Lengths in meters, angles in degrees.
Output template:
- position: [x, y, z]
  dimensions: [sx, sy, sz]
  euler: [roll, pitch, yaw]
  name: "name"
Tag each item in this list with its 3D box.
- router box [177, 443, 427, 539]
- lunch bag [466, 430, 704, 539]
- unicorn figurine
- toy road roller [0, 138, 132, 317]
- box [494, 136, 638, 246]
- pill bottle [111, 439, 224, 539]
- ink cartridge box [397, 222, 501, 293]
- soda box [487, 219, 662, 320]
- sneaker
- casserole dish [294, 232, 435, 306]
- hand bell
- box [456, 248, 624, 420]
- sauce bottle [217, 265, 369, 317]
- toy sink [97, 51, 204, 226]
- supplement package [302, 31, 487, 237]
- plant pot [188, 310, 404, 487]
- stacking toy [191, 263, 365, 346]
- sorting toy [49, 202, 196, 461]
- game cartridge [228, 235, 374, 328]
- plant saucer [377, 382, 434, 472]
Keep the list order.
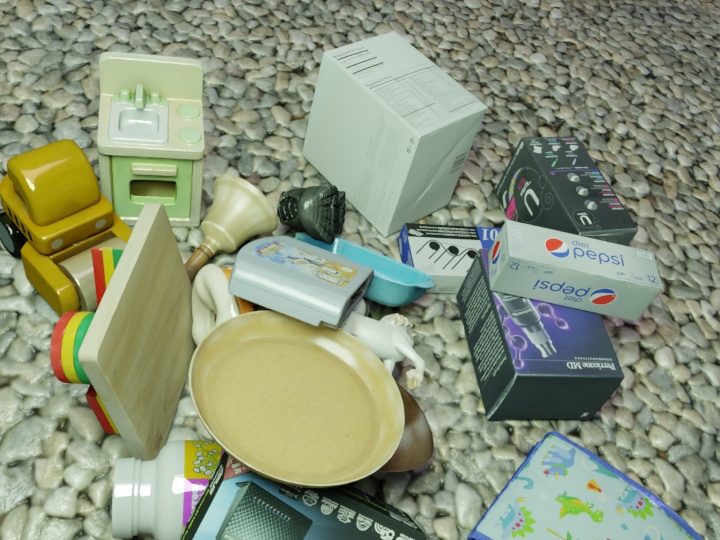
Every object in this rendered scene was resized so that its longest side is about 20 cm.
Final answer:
- position: [-0.061, 0.257, 0.670]
  dimensions: [0.199, 0.062, 0.151]
  euler: [29, 85, -13]
  name: "router box"
- position: [0.225, 0.288, 0.766]
  dimensions: [0.200, 0.128, 0.170]
  euler: [44, 52, 10]
  name: "lunch bag"
- position: [0.016, 0.086, 0.825]
  dimensions: [0.199, 0.074, 0.138]
  euler: [33, 29, -30]
  name: "unicorn figurine"
- position: [-0.348, -0.059, 0.889]
  dimensions: [0.123, 0.147, 0.200]
  euler: [-32, 64, -35]
  name: "toy road roller"
- position: [0.300, -0.091, 1.118]
  dimensions: [0.105, 0.123, 0.201]
  euler: [-5, 51, -20]
  name: "box"
- position: [-0.138, 0.220, 0.736]
  dimensions: [0.198, 0.105, 0.105]
  euler: [1, 49, -14]
  name: "pill bottle"
- position: [0.158, -0.015, 1.065]
  dimensions: [0.198, 0.044, 0.095]
  euler: [3, 51, -14]
  name: "ink cartridge box"
- position: [0.261, 0.001, 0.923]
  dimensions: [0.198, 0.069, 0.064]
  euler: [11, 48, -7]
  name: "soda box"
- position: [-0.070, -0.076, 0.985]
  dimensions: [0.090, 0.200, 0.077]
  euler: [7, 92, 3]
  name: "sneaker"
- position: [0.000, 0.000, 0.968]
  dimensions: [0.199, 0.039, 0.121]
  euler: [23, 14, 22]
  name: "casserole dish"
- position: [-0.202, -0.018, 0.952]
  dimensions: [0.104, 0.104, 0.201]
  euler: [29, 60, 11]
  name: "hand bell"
- position: [0.222, 0.081, 0.959]
  dimensions: [0.146, 0.105, 0.201]
  euler: [2, 49, -15]
  name: "box"
- position: [-0.089, 0.036, 0.935]
  dimensions: [0.198, 0.066, 0.066]
  euler: [7, 48, -7]
  name: "sauce bottle"
- position: [-0.268, -0.160, 0.964]
  dimensions: [0.129, 0.201, 0.113]
  euler: [1, 49, -16]
  name: "toy sink"
- position: [0.043, -0.201, 1.094]
  dimensions: [0.146, 0.192, 0.200]
  euler: [-28, 62, -34]
  name: "supplement package"
- position: [-0.057, 0.114, 0.673]
  dimensions: [0.198, 0.028, 0.201]
  euler: [15, 36, -12]
  name: "plant pot"
- position: [-0.085, 0.053, 0.862]
  dimensions: [0.198, 0.147, 0.147]
  euler: [-10, 53, -28]
  name: "stacking toy"
- position: [-0.243, 0.068, 0.784]
  dimensions: [0.069, 0.200, 0.201]
  euler: [2, 47, 7]
  name: "sorting toy"
- position: [-0.063, 0.006, 0.807]
  dimensions: [0.132, 0.042, 0.200]
  euler: [24, 13, 5]
  name: "game cartridge"
- position: [-0.008, 0.146, 0.817]
  dimensions: [0.199, 0.037, 0.201]
  euler: [18, 15, -5]
  name: "plant saucer"
